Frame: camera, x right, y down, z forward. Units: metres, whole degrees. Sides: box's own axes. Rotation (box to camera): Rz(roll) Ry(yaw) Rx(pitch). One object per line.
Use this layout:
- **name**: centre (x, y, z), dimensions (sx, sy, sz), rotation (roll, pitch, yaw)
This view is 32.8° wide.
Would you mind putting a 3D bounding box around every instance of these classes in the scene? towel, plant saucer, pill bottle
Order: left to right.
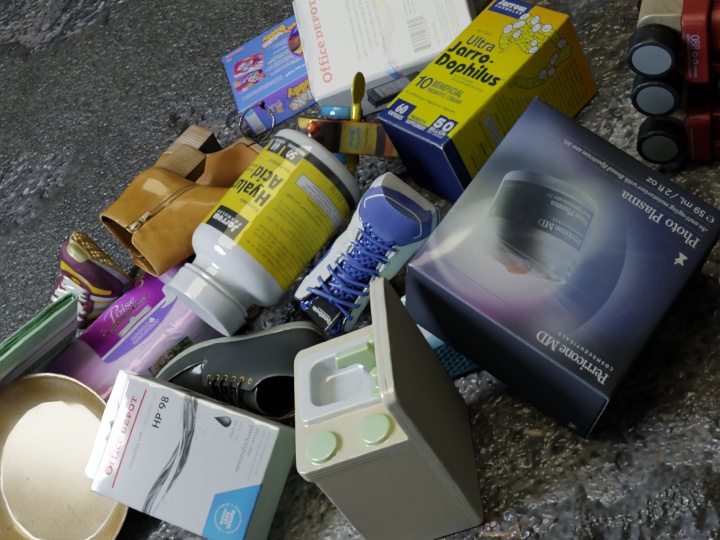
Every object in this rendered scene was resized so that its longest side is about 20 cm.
- **towel**: centre (-0.362, 0.108, 1.292), dimensions (0.023, 0.200, 0.152), rotation (44, 62, 9)
- **plant saucer**: centre (-0.308, 0.204, 1.227), dimensions (0.198, 0.035, 0.202), rotation (-2, 85, 19)
- **pill bottle**: centre (-0.099, -0.035, 1.236), dimensions (0.111, 0.111, 0.200), rotation (26, 72, 44)

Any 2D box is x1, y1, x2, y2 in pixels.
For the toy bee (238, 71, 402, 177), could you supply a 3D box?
- **toy bee**: centre (-0.028, -0.138, 1.325), dimensions (0.198, 0.132, 0.109), rotation (-16, 10, 1)

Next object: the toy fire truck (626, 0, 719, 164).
- **toy fire truck**: centre (0.359, -0.197, 1.135), dimensions (0.198, 0.177, 0.129), rotation (4, 53, 21)

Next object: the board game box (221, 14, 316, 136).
- **board game box**: centre (-0.071, -0.270, 1.555), dimensions (0.199, 0.045, 0.135), rotation (-28, 43, 7)

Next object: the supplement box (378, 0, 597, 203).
- **supplement box**: centre (0.136, -0.177, 1.294), dimensions (0.200, 0.110, 0.109), rotation (-46, 44, -13)

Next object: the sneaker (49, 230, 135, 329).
- **sneaker**: centre (-0.304, 0.022, 1.351), dimensions (0.075, 0.200, 0.090), rotation (42, 82, 10)

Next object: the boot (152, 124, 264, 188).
- **boot**: centre (-0.176, -0.079, 1.419), dimensions (0.199, 0.074, 0.155), rotation (19, 68, 41)

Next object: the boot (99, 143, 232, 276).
- **boot**: centre (-0.167, -0.040, 1.315), dimensions (0.200, 0.071, 0.144), rotation (33, 61, 13)

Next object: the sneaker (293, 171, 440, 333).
- **sneaker**: centre (0.000, 0.000, 1.184), dimensions (0.116, 0.080, 0.199), rotation (-59, 6, -31)

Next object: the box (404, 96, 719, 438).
- **box**: centre (0.173, -0.002, 1.050), dimensions (0.199, 0.123, 0.199), rotation (33, 72, 14)

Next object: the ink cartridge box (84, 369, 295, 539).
- **ink cartridge box**: centre (-0.169, 0.170, 1.130), dimensions (0.198, 0.067, 0.117), rotation (17, 85, 17)

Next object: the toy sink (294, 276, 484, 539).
- **toy sink**: centre (0.013, 0.126, 1.031), dimensions (0.111, 0.200, 0.131), rotation (-20, 45, 14)

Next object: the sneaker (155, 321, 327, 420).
- **sneaker**: centre (-0.128, 0.115, 1.197), dimensions (0.199, 0.075, 0.106), rotation (-23, 19, 11)

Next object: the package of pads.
- **package of pads**: centre (-0.232, 0.081, 1.317), dimensions (0.200, 0.076, 0.120), rotation (-46, 45, -12)

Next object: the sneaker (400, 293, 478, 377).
- **sneaker**: centre (0.051, 0.043, 1.175), dimensions (0.198, 0.080, 0.131), rotation (-17, 46, 5)

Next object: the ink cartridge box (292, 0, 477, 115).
- **ink cartridge box**: centre (0.036, -0.276, 1.425), dimensions (0.198, 0.086, 0.149), rotation (-17, 68, 14)
